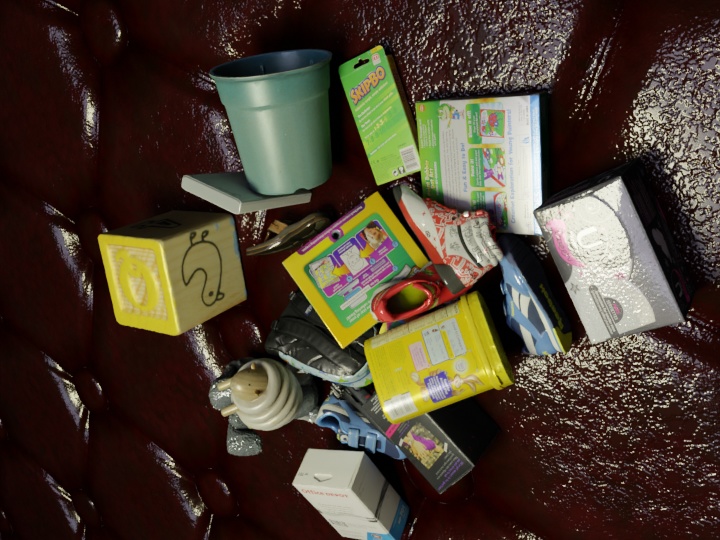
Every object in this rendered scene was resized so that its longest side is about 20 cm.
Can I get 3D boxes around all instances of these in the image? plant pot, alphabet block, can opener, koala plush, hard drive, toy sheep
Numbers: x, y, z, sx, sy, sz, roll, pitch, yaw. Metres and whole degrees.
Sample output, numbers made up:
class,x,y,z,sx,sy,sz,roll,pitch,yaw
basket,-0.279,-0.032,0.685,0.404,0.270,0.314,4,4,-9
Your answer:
class,x,y,z,sx,sy,sz,roll,pitch,yaw
plant pot,-0.130,-0.242,1.100,0.198,0.200,0.199,9,121,32
alphabet block,-0.375,-0.004,1.351,0.194,0.199,0.198,4,111,33
can opener,0.012,0.241,1.227,0.200,0.078,0.064,42,156,33
koala plush,-0.173,0.254,1.361,0.197,0.184,0.180,-8,114,15
hard drive,-0.194,-0.141,1.167,0.131,0.199,0.027,25,112,24
toy sheep,-0.172,0.227,1.214,0.136,0.200,0.140,-9,65,19

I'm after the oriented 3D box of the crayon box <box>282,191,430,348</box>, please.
class,x,y,z,sx,sy,sz,roll,pitch,yaw
crayon box,0.000,0.000,1.107,0.199,0.058,0.173,-36,86,-4

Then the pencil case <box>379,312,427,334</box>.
class,x,y,z,sx,sy,sz,roll,pitch,yaw
pencil case,0.127,0.122,1.126,0.198,0.088,0.089,27,122,26

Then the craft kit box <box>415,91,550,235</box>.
class,x,y,z,sx,sy,sz,roll,pitch,yaw
craft kit box,0.182,-0.157,0.999,0.195,0.048,0.203,5,111,31

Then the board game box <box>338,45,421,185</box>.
class,x,y,z,sx,sy,sz,roll,pitch,yaw
board game box,0.036,-0.248,1.075,0.095,0.030,0.202,-13,103,37

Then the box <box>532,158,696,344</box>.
class,x,y,z,sx,sy,sz,roll,pitch,yaw
box,0.339,-0.024,0.894,0.131,0.114,0.202,-22,94,38

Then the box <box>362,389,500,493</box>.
class,x,y,z,sx,sy,sz,roll,pitch,yaw
box,0.122,0.255,1.154,0.200,0.122,0.106,47,127,10

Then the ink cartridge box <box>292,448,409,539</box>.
class,x,y,z,sx,sy,sz,roll,pitch,yaw
ink cartridge box,-0.016,0.441,1.302,0.145,0.086,0.201,-7,129,36

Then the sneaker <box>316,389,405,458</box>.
class,x,y,z,sx,sy,sz,roll,pitch,yaw
sneaker,0.003,0.306,1.268,0.198,0.082,0.075,26,134,25

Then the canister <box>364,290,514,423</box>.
class,x,y,z,sx,sy,sz,roll,pitch,yaw
canister,0.118,0.138,1.034,0.198,0.086,0.150,-24,70,16

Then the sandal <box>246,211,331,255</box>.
class,x,y,z,sx,sy,sz,roll,pitch,yaw
sandal,-0.136,-0.075,1.236,0.199,0.081,0.055,-26,76,40

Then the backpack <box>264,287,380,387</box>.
class,x,y,z,sx,sy,sz,roll,pitch,yaw
backpack,-0.045,0.126,1.202,0.198,0.164,0.154,14,157,41

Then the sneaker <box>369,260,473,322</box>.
class,x,y,z,sx,sy,sz,roll,pitch,yaw
sneaker,0.109,0.031,1.036,0.198,0.085,0.078,-28,96,-5

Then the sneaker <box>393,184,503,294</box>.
class,x,y,z,sx,sy,sz,roll,pitch,yaw
sneaker,0.135,-0.071,1.006,0.107,0.067,0.203,-33,62,8

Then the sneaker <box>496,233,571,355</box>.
class,x,y,z,sx,sy,sz,roll,pitch,yaw
sneaker,0.245,0.043,1.015,0.082,0.074,0.202,-23,93,41
